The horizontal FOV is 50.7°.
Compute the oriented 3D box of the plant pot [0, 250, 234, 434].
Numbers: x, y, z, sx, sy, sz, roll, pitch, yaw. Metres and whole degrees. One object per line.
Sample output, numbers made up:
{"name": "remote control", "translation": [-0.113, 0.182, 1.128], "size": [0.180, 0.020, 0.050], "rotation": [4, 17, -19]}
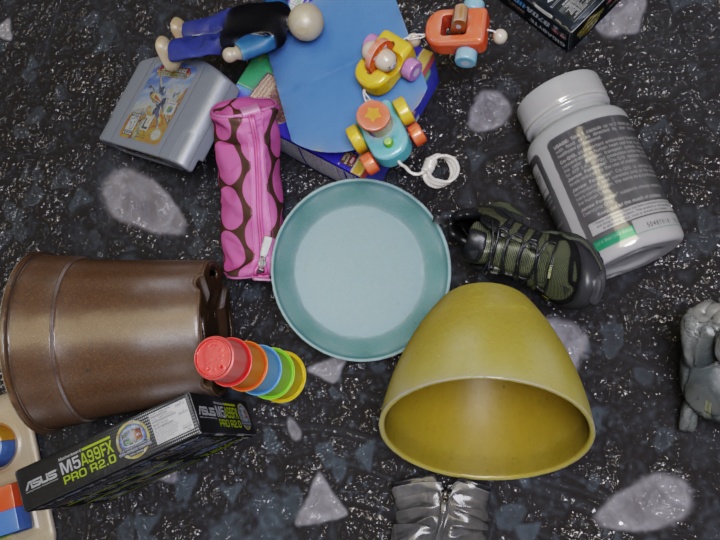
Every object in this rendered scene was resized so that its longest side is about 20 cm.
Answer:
{"name": "plant pot", "translation": [-0.251, 0.070, 0.832], "size": [0.196, 0.200, 0.202], "rotation": [-5, 75, 4]}

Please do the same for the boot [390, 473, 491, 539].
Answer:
{"name": "boot", "translation": [0.040, 0.281, 0.781], "size": [0.198, 0.070, 0.133], "rotation": [-5, 72, 0]}

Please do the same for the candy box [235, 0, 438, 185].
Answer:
{"name": "candy box", "translation": [-0.033, -0.210, 0.904], "size": [0.199, 0.077, 0.170], "rotation": [29, 84, 16]}

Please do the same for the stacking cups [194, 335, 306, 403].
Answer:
{"name": "stacking cups", "translation": [-0.113, 0.096, 0.782], "size": [0.060, 0.200, 0.061], "rotation": [-4, 74, 13]}

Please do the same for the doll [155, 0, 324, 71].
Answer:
{"name": "doll", "translation": [-0.131, -0.273, 0.854], "size": [0.198, 0.049, 0.137], "rotation": [1, 50, 27]}

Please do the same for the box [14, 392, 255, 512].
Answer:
{"name": "box", "translation": [-0.230, 0.193, 0.806], "size": [0.199, 0.160, 0.045], "rotation": [-25, 74, 6]}

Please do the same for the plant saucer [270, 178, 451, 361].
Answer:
{"name": "plant saucer", "translation": [0.000, 0.000, 0.845], "size": [0.198, 0.036, 0.202], "rotation": [1, 83, -5]}

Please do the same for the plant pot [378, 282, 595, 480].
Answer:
{"name": "plant pot", "translation": [0.123, 0.099, 0.752], "size": [0.198, 0.201, 0.143], "rotation": [-2, 50, 12]}

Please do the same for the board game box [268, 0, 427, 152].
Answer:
{"name": "board game box", "translation": [-0.013, -0.216, 0.843], "size": [0.157, 0.039, 0.201], "rotation": [-21, 68, 12]}

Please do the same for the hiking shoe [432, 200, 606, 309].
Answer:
{"name": "hiking shoe", "translation": [0.154, -0.012, 0.764], "size": [0.200, 0.100, 0.076], "rotation": [38, 128, 55]}

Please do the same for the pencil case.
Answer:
{"name": "pencil case", "translation": [-0.120, -0.090, 0.849], "size": [0.090, 0.094, 0.202], "rotation": [-6, 106, -5]}

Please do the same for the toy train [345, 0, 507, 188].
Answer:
{"name": "toy train", "translation": [0.058, -0.189, 0.758], "size": [0.149, 0.056, 0.202], "rotation": [9, 77, 21]}

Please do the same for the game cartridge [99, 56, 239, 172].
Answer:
{"name": "game cartridge", "translation": [-0.235, -0.197, 0.927], "size": [0.199, 0.041, 0.134], "rotation": [19, 85, 42]}

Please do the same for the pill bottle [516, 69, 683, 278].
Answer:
{"name": "pill bottle", "translation": [0.244, -0.100, 0.796], "size": [0.112, 0.113, 0.201], "rotation": [-21, 74, 7]}

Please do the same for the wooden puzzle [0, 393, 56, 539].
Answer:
{"name": "wooden puzzle", "translation": [-0.467, 0.259, 0.902], "size": [0.184, 0.046, 0.201], "rotation": [-20, 73, 8]}

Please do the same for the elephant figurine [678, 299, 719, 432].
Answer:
{"name": "elephant figurine", "translation": [0.405, 0.059, 0.720], "size": [0.199, 0.155, 0.142], "rotation": [-32, 109, -23]}

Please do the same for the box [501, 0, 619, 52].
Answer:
{"name": "box", "translation": [0.256, -0.382, 0.897], "size": [0.200, 0.046, 0.159], "rotation": [-46, 72, -1]}
